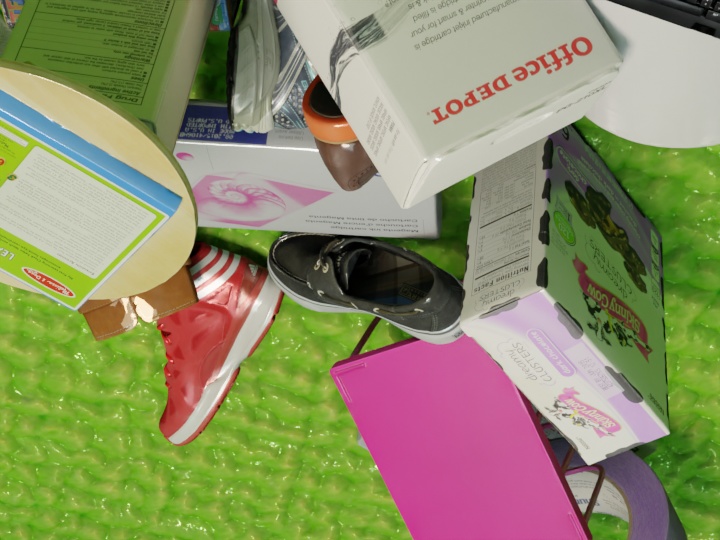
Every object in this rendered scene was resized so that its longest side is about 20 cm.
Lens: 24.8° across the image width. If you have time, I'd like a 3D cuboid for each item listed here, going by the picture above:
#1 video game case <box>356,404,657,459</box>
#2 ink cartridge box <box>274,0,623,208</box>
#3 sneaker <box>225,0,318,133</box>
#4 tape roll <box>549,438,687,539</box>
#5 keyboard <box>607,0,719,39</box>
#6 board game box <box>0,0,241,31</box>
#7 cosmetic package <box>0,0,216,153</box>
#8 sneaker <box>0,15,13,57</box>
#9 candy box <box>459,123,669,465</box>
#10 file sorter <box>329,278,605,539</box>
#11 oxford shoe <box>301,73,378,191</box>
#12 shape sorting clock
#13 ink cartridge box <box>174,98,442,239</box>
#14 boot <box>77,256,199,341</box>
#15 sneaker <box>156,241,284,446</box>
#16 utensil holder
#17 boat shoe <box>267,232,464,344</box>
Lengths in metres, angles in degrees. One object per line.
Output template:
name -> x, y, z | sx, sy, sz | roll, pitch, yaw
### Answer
video game case -> 0.127, 0.148, 1.440 | 0.199, 0.022, 0.182 | 32, 130, -22
ink cartridge box -> 0.041, -0.160, 0.984 | 0.144, 0.201, 0.084 | -27, 168, -18
sneaker -> -0.040, -0.190, 1.078 | 0.085, 0.078, 0.202 | 3, 105, -11
tape roll -> 0.171, 0.238, 1.366 | 0.198, 0.201, 0.066 | -14, 131, 21
keyboard -> 0.202, -0.156, 0.884 | 0.198, 0.040, 0.105 | 17, 141, -2
board game box -> -0.170, -0.254, 1.075 | 0.163, 0.057, 0.201 | 3, 135, 8
cosmetic package -> -0.153, -0.137, 1.005 | 0.102, 0.201, 0.074 | 8, 137, 2
sneaker -> -0.316, -0.152, 1.190 | 0.115, 0.074, 0.201 | -17, 119, 26
candy box -> 0.150, 0.007, 1.175 | 0.071, 0.201, 0.168 | -24, 127, 29
file sorter -> 0.094, 0.118, 1.303 | 0.138, 0.126, 0.201 | -19, 107, 26
oxford shoe -> 0.036, -0.133, 1.077 | 0.071, 0.200, 0.073 | 25, 147, 35
shape sorting clock -> -0.188, -0.049, 0.927 | 0.198, 0.040, 0.201 | 7, 140, 6
ink cartridge box -> -0.039, -0.060, 1.197 | 0.194, 0.044, 0.200 | 3, 157, 6
boot -> -0.230, -0.020, 1.272 | 0.198, 0.077, 0.157 | -17, 108, 7
sneaker -> -0.149, 0.051, 1.366 | 0.115, 0.079, 0.201 | 29, 119, -8
utensil holder -> 0.198, -0.201, 0.994 | 0.168, 0.171, 0.201 | -1, 136, 9
boat shoe -> 0.000, 0.000, 1.238 | 0.199, 0.069, 0.057 | 17, 162, 38
